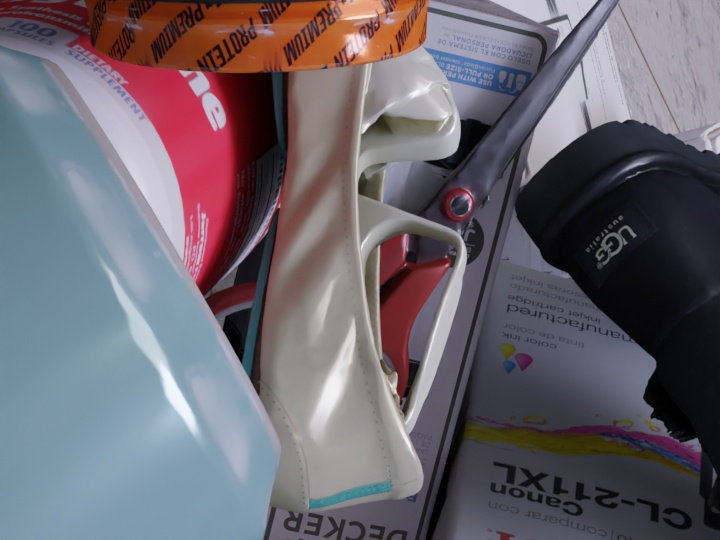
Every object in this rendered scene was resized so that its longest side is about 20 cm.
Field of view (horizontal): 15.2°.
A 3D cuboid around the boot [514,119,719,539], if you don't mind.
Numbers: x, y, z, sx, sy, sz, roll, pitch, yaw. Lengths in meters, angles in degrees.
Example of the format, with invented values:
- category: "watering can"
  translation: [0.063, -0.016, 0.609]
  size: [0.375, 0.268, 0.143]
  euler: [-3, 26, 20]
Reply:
- category: "boot"
  translation: [0.147, 0.039, 0.910]
  size: [0.200, 0.076, 0.169]
  euler: [12, 40, -59]

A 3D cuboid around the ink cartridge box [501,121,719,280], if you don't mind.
- category: "ink cartridge box"
  translation: [0.079, 0.033, 1.126]
  size: [0.084, 0.199, 0.147]
  euler: [-25, 100, -71]

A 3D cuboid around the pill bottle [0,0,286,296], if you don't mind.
- category: "pill bottle"
  translation: [-0.085, -0.034, 0.841]
  size: [0.200, 0.112, 0.113]
  euler: [-48, 121, -69]

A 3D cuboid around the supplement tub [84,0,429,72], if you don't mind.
- category: "supplement tub"
  translation: [-0.030, -0.161, 0.735]
  size: [0.123, 0.122, 0.201]
  euler: [-44, 136, -69]

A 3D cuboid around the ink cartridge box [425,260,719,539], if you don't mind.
- category: "ink cartridge box"
  translation: [0.096, 0.095, 0.944]
  size: [0.200, 0.145, 0.083]
  euler: [-77, -177, -60]

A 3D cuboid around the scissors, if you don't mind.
- category: "scissors"
  translation: [0.026, -0.008, 0.873]
  size: [0.073, 0.200, 0.014]
  euler: [53, -5, -19]

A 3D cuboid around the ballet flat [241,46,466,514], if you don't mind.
- category: "ballet flat"
  translation: [0.001, -0.023, 0.819]
  size: [0.069, 0.069, 0.201]
  euler: [40, 50, -60]

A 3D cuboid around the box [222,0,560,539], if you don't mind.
- category: "box"
  translation: [0.000, 0.000, 0.933]
  size: [0.117, 0.060, 0.201]
  euler: [-135, -122, -70]

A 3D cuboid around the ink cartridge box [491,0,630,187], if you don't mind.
- category: "ink cartridge box"
  translation: [0.017, -0.069, 1.114]
  size: [0.200, 0.145, 0.085]
  euler: [-28, 104, -70]

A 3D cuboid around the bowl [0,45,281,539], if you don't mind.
- category: "bowl"
  translation: [-0.091, 0.024, 0.663]
  size: [0.201, 0.105, 0.201]
  euler: [59, -6, 10]
